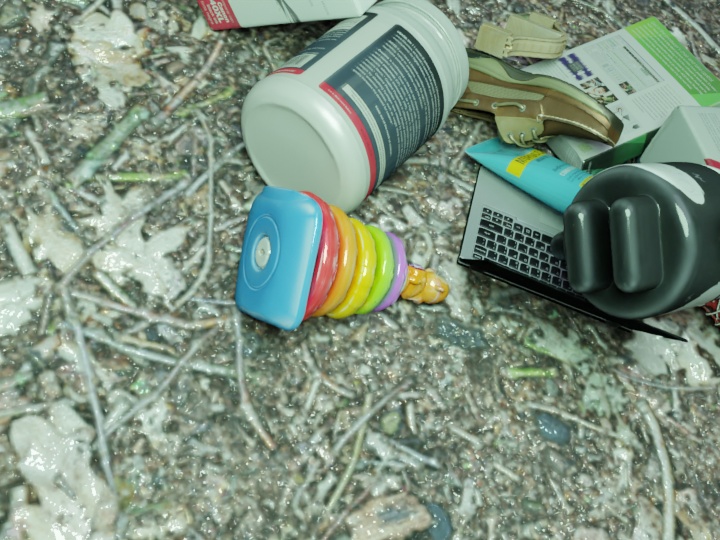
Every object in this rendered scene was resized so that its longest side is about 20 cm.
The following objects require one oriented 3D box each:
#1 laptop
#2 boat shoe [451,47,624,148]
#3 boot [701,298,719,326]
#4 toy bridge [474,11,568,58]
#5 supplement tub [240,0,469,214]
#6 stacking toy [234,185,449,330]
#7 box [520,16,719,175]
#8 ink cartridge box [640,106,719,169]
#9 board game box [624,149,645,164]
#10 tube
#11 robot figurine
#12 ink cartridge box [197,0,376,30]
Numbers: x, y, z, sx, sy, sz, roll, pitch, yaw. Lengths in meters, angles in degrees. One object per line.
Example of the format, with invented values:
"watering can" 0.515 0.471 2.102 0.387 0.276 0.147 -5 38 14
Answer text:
"laptop" 0.198 -0.023 0.901 0.185 0.116 0.202 22 55 -6
"boat shoe" 0.168 -0.159 0.973 0.199 0.075 0.075 30 6 36
"boot" 0.356 0.048 0.941 0.143 0.073 0.201 20 47 -6
"toy bridge" 0.186 -0.249 1.033 0.067 0.028 0.200 25 27 18
"supplement tub" -0.002 -0.155 0.898 0.140 0.141 0.200 40 56 8
"stacking toy" 0.000 0.000 0.834 0.198 0.116 0.111 11 93 -33
"box" 0.277 -0.188 1.037 0.198 0.037 0.145 -24 58 -14
"ink cartridge box" 0.401 -0.081 0.953 0.197 0.084 0.147 -1 55 -20
"board game box" 0.384 -0.091 1.048 0.198 0.047 0.152 20 55 -7
"tube" 0.201 -0.082 0.955 0.199 0.051 0.077 32 29 25
"robot figurine" 0.247 -0.024 0.796 0.199 0.126 0.150 -8 43 -45
"ink cartridge box" -0.053 -0.310 0.945 0.198 0.084 0.146 7 44 37
